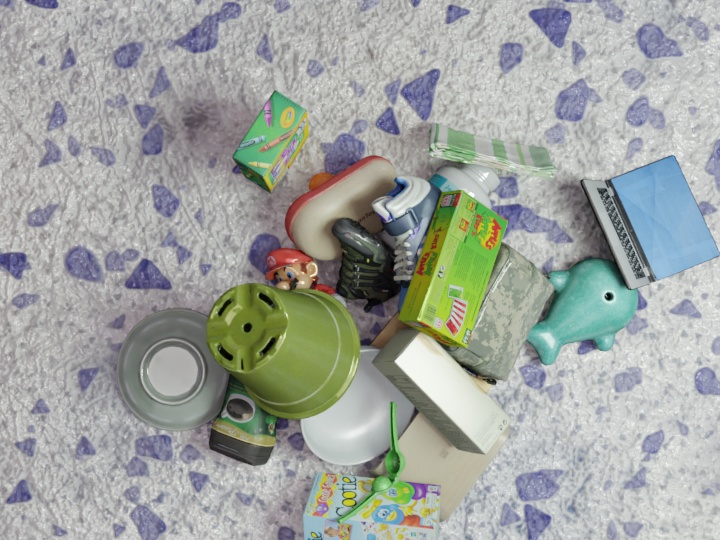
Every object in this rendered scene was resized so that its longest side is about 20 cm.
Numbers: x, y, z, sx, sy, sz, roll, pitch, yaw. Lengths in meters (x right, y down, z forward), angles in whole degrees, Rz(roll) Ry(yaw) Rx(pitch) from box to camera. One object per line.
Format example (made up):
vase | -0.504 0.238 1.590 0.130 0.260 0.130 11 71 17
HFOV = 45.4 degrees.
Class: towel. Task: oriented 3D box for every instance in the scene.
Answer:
towel | 0.207 -0.193 1.374 0.199 0.153 0.024 11 113 0

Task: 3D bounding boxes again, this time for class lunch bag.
lunch bag | 0.203 0.066 1.339 0.167 0.139 0.201 30 88 -33

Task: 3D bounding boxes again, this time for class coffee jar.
coffee jar | -0.169 0.203 1.368 0.104 0.085 0.201 15 87 22

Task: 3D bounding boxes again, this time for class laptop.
laptop | 0.468 -0.082 1.382 0.116 0.200 0.188 -27 79 30

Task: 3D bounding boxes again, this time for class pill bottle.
pill bottle | 0.133 -0.090 1.382 0.111 0.111 0.200 42 87 1

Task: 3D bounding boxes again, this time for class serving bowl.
serving bowl | -0.013 0.205 1.364 0.199 0.066 0.201 -10 113 -24

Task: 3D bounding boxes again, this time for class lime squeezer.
lime squeezer | 0.033 0.305 1.306 0.038 0.071 0.201 8 59 38

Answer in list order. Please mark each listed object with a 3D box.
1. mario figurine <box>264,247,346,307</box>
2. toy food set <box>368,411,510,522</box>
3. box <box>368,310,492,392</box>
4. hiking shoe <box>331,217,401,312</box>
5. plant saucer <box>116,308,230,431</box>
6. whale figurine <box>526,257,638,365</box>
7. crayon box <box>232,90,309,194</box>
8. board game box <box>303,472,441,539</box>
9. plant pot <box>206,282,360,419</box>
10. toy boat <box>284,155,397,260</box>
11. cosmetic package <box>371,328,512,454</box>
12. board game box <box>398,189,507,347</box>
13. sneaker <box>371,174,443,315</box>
mario figurine | -0.093 0.057 1.373 0.123 0.106 0.201 -33 91 -3
toy food set | 0.128 0.286 1.384 0.143 0.060 0.200 37 89 -7
box | 0.133 0.135 1.416 0.200 0.021 0.164 40 87 1
hiking shoe | 0.000 0.000 1.345 0.101 0.200 0.076 -43 46 0
plant saucer | -0.299 0.161 1.390 0.199 0.050 0.201 0 87 -1
whale figurine | 0.355 0.066 1.384 0.200 0.104 0.159 -37 89 -5
crayon box | -0.135 -0.194 1.335 0.058 0.200 0.119 32 87 -1
board game box | 0.020 0.393 1.329 0.199 0.103 0.105 4 116 8
plant pot | -0.124 0.101 1.221 0.199 0.190 0.201 -5 73 18
toy boat | -0.038 -0.113 1.383 0.200 0.131 0.131 -34 48 -18
cosmetic package | 0.121 0.180 1.289 0.200 0.105 0.071 46 72 -10
board game box | 0.135 -0.003 1.234 0.101 0.048 0.201 29 73 -32
sneaker | 0.061 -0.040 1.265 0.146 0.080 0.201 28 80 -24
